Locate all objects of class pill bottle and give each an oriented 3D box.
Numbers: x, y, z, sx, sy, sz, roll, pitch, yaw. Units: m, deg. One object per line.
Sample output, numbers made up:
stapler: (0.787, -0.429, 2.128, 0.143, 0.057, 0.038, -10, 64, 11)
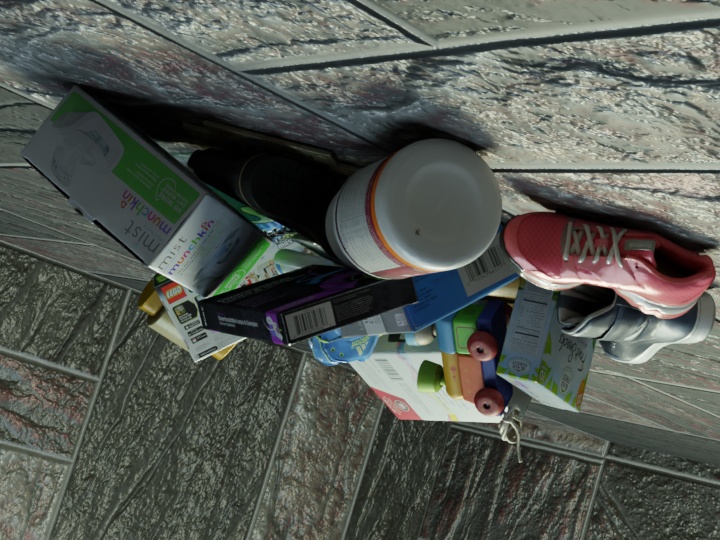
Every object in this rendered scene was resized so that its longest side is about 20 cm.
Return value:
pill bottle: (0.038, -0.048, 1.127, 0.109, 0.110, 0.200, 19, 171, -14)

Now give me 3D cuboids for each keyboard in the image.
keyboard: (0.000, 0.000, 1.433, 0.056, 0.011, 0.200, 18, 173, 38)

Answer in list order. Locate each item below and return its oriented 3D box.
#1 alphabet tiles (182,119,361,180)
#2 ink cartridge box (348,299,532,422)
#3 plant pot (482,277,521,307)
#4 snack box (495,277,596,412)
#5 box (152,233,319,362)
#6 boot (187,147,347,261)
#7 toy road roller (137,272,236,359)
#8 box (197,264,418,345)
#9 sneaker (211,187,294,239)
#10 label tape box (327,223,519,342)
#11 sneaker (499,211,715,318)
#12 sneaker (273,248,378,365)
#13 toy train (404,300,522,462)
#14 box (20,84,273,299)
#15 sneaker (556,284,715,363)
alphabet tiles: (-0.077, -0.111, 1.308, 0.200, 0.006, 0.166, 15, 172, 12)
ink cartridge box: (0.101, 0.114, 1.585, 0.200, 0.083, 0.146, -4, 136, 43)
plant pot: (0.131, 0.025, 1.545, 0.200, 0.028, 0.200, 3, 172, 0)
snack box: (0.218, 0.072, 1.440, 0.053, 0.142, 0.200, 13, 171, 26)
box: (-0.128, 0.015, 1.498, 0.035, 0.200, 0.110, -118, 3, -68)
boot: (-0.069, -0.074, 1.319, 0.200, 0.078, 0.138, 34, 171, -38)
toy road roller: (-0.173, -0.005, 1.587, 0.123, 0.200, 0.146, 36, -163, -20)
box: (-0.057, 0.030, 1.252, 0.143, 0.036, 0.200, -18, -170, -28)
sneaker: (-0.101, -0.055, 1.434, 0.200, 0.089, 0.079, 11, 170, 22)
label tape box: (0.052, 0.015, 1.357, 0.144, 0.063, 0.200, -25, -174, -27)
sneaker: (0.226, -0.019, 1.153, 0.200, 0.074, 0.087, 15, 159, -9)
sneaker: (-0.034, 0.050, 1.442, 0.076, 0.105, 0.200, 15, 170, 45)
toy train: (0.116, 0.129, 1.441, 0.116, 0.200, 0.085, 3, -152, 24)
box: (-0.215, -0.071, 1.304, 0.200, 0.097, 0.176, 39, 180, 24)
sneaker: (0.264, 0.049, 1.375, 0.146, 0.077, 0.202, 8, 164, -14)
